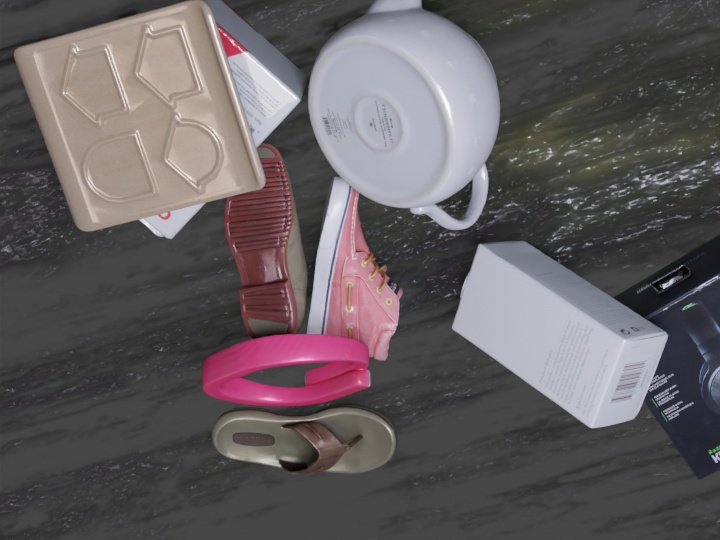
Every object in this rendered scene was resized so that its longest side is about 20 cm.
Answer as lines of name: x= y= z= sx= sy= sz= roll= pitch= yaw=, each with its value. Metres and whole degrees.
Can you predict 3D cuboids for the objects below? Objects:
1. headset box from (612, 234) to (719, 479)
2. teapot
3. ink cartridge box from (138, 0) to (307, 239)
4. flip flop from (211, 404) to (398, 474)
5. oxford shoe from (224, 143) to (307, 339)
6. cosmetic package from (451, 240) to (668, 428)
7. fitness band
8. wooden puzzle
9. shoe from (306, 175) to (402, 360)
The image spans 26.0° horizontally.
headset box: x=0.357 y=0.075 z=1.564 sx=0.174 sy=0.093 sz=0.200 roll=-31 pitch=107 yaw=15
teapot: x=0.059 y=-0.160 z=1.463 sx=0.197 sy=0.146 sz=0.200 roll=41 pitch=134 yaw=14
ink cartridge box: x=-0.171 y=-0.153 z=1.507 sx=0.144 sy=0.084 sz=0.200 roll=41 pitch=109 yaw=-12
flip flop: x=-0.060 y=0.185 z=1.656 sx=0.200 sy=0.058 sz=0.081 roll=4 pitch=113 yaw=2
oxford shoe: x=-0.091 y=-0.027 z=1.568 sx=0.070 sy=0.075 sz=0.200 roll=0 pitch=94 yaw=17
cosmetic package: x=0.190 y=0.058 z=1.518 sx=0.074 sy=0.200 sz=0.102 roll=-5 pitch=122 yaw=-42
fitness band: x=-0.075 y=0.100 z=1.574 sx=0.143 sy=0.038 sz=0.200 roll=11 pitch=159 yaw=-30
wooden puzzle: x=-0.201 y=-0.144 z=1.447 sx=0.200 sy=0.046 sz=0.186 roll=-12 pitch=110 yaw=14
shoe: x=0.000 y=0.000 z=1.571 sx=0.091 sy=0.072 sz=0.200 roll=8 pitch=118 yaw=-1
